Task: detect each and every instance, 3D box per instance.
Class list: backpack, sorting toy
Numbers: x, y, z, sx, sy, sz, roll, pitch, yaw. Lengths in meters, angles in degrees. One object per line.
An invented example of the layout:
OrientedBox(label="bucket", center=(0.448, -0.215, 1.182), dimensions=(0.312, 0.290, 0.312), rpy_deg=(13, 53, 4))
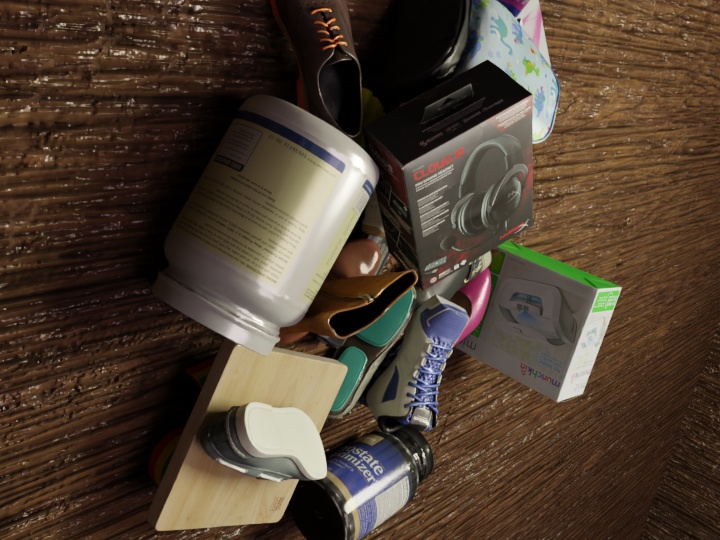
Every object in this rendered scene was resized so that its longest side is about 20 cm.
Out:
OrientedBox(label="backpack", center=(0.128, -0.207, 0.879), dimensions=(0.200, 0.153, 0.164), rpy_deg=(49, 49, -50))
OrientedBox(label="sorting toy", center=(-0.131, 0.170, 0.867), dimensions=(0.198, 0.069, 0.201), rpy_deg=(21, 94, -55))

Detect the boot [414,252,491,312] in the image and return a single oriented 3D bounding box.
OrientedBox(label="boot", center=(0.094, -0.020, 1.039), dimensions=(0.154, 0.073, 0.204), rpy_deg=(-48, 141, -17))

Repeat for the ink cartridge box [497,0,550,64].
OrientedBox(label="ink cartridge box", center=(0.166, -0.257, 1.011), dimensions=(0.197, 0.043, 0.200), rpy_deg=(-53, 145, -15))

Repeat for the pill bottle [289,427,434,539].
OrientedBox(label="pill bottle", center=(0.008, 0.288, 1.083), dimensions=(0.199, 0.111, 0.113), rpy_deg=(-22, 127, -45))

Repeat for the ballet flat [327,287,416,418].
OrientedBox(label="ballet flat", center=(0.003, 0.098, 1.016), dimensions=(0.201, 0.067, 0.064), rpy_deg=(-57, 172, -9))

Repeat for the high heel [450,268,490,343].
OrientedBox(label="high heel", center=(0.118, 0.074, 1.126), dimensions=(0.201, 0.067, 0.096), rpy_deg=(-61, 155, 1))

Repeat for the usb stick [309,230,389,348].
OrientedBox(label="usb stick", center=(0.000, 0.000, 0.964), dimensions=(0.055, 0.033, 0.201), rpy_deg=(30, 87, -45))

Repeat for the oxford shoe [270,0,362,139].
OrientedBox(label="oxford shoe", center=(-0.031, -0.216, 0.723), dimensions=(0.071, 0.072, 0.201), rpy_deg=(-22, 111, -19))

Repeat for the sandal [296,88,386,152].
OrientedBox(label="sandal", center=(0.009, -0.138, 0.850), dimensions=(0.199, 0.087, 0.080), rpy_deg=(32, 91, -34))

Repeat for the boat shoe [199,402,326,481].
OrientedBox(label="boat shoe", center=(-0.095, 0.183, 0.829), dimensions=(0.061, 0.073, 0.200), rpy_deg=(-21, 154, 14))

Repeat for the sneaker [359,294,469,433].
OrientedBox(label="sneaker", center=(0.079, 0.139, 1.020), dimensions=(0.080, 0.115, 0.200), rpy_deg=(21, 118, -35))

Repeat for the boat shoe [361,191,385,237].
OrientedBox(label="boat shoe", center=(0.096, -0.071, 0.942), dimensions=(0.199, 0.071, 0.070), rpy_deg=(1, 98, -31))

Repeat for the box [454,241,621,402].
OrientedBox(label="box", center=(0.258, 0.070, 1.195), dimensions=(0.096, 0.199, 0.178), rpy_deg=(-1, 113, -51))

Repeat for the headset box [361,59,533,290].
OrientedBox(label="headset box", center=(0.092, -0.098, 0.791), dimensions=(0.148, 0.077, 0.201), rpy_deg=(-30, 142, -13))

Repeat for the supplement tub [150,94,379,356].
OrientedBox(label="supplement tub", center=(-0.088, -0.040, 0.727), dimensions=(0.201, 0.144, 0.145), rpy_deg=(-61, 145, -4))

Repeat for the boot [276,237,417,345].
OrientedBox(label="boot", center=(-0.008, 0.010, 0.822), dimensions=(0.188, 0.200, 0.069), rpy_deg=(-29, 97, -30))
